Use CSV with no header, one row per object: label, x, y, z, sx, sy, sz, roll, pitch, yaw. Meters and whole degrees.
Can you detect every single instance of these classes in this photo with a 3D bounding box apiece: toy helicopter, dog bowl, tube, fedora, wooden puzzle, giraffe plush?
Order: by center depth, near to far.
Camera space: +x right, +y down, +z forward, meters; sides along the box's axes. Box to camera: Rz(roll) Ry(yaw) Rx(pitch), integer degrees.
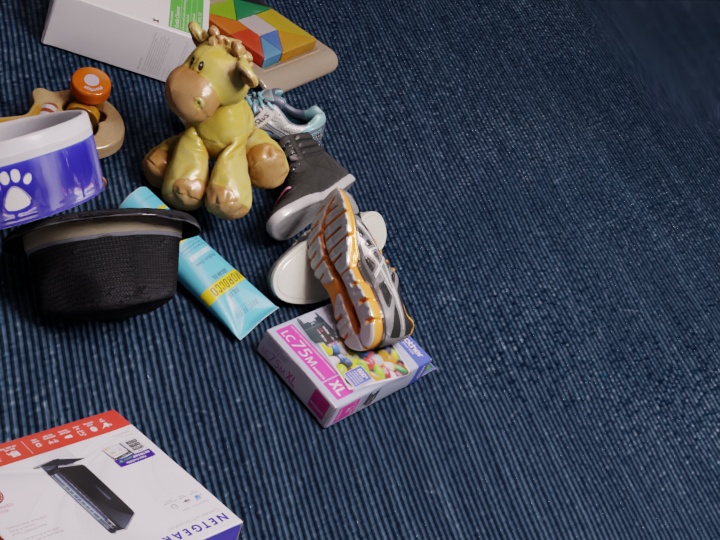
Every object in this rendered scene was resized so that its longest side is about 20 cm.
dog bowl,-0.356,-0.096,1.286,0.197,0.080,0.200,-12,15,3
fedora,-0.254,-0.001,1.301,0.198,0.200,0.093,-2,79,-36
tube,-0.183,-0.008,1.429,0.200,0.051,0.077,42,45,7
toy helicopter,-0.361,-0.150,1.466,0.197,0.079,0.134,-7,58,-26
giraffe plush,-0.163,-0.184,1.489,0.170,0.163,0.201,15,51,16
wooden puzzle,-0.146,-0.335,1.847,0.199,0.037,0.184,40,37,13

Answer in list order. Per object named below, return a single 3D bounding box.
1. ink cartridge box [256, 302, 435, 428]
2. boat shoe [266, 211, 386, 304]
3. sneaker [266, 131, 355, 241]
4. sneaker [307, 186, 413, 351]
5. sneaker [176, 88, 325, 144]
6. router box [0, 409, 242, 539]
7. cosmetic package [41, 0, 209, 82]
ink cartridge box,-0.006,0.089,1.439,0.119,0.042,0.199,46,37,20
boat shoe,-0.049,-0.015,1.530,0.061,0.074,0.199,0,24,41
sneaker,-0.086,-0.105,1.576,0.099,0.071,0.200,45,31,3
sneaker,0.000,0.000,1.448,0.076,0.078,0.202,5,58,-38
sneaker,-0.136,-0.199,1.649,0.197,0.087,0.078,12,39,-23
router box,-0.228,0.205,1.085,0.179,0.049,0.199,33,27,29
cosmetic package,-0.301,-0.321,1.682,0.197,0.085,0.109,16,40,-20
